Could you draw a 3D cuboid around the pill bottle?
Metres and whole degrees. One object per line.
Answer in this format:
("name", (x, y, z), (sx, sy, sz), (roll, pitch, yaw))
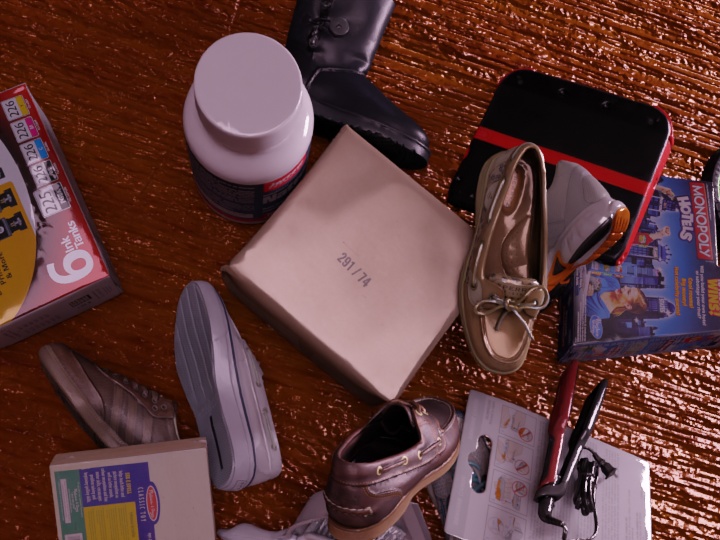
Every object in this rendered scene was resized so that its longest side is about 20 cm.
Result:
("pill bottle", (-0.103, -0.127, 0.724), (0.117, 0.200, 0.122), (2, 78, -7))

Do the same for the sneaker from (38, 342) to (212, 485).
("sneaker", (-0.213, 0.136, 0.729), (0.075, 0.070, 0.201), (-40, 92, -27))

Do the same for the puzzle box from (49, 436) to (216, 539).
("puzzle box", (-0.189, 0.250, 0.682), (0.130, 0.025, 0.205), (-4, 101, -8))

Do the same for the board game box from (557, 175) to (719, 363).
("board game box", (0.311, 0.005, 0.814), (0.195, 0.062, 0.204), (8, 67, 2))

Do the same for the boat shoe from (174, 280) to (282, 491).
("boat shoe", (-0.125, 0.107, 0.745), (0.066, 0.073, 0.204), (7, 60, -44))

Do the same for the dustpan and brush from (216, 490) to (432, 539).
("dustpan and brush", (-0.038, 0.241, 0.713), (0.196, 0.141, 0.058), (8, 52, 23))

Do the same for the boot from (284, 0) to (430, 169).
("boot", (0.005, -0.217, 0.822), (0.197, 0.076, 0.171), (22, 79, 4))

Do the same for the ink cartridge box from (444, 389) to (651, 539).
("ink cartridge box", (0.174, 0.219, 0.733), (0.196, 0.048, 0.162), (22, 45, -1))

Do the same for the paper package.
("paper package", (0.000, 0.000, 0.762), (0.199, 0.104, 0.192), (39, 76, 2))

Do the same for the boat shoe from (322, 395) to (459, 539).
("boat shoe", (0.034, 0.146, 0.660), (0.069, 0.199, 0.072), (4, 107, 25))

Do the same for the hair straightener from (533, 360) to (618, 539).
("hair straightener", (0.209, 0.171, 0.724), (0.076, 0.041, 0.201), (28, 39, 2))

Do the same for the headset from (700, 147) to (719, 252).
("headset", (0.445, -0.048, 0.839), (0.121, 0.094, 0.204), (-19, 88, -11))

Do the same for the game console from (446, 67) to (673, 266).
("game console", (0.209, -0.115, 0.822), (0.197, 0.031, 0.180), (22, 79, 22))

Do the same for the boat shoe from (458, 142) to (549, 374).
("boat shoe", (0.130, -0.010, 0.695), (0.072, 0.063, 0.205), (3, 86, -10))

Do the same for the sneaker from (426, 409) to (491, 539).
("sneaker", (0.110, 0.231, 0.735), (0.076, 0.086, 0.205), (-8, 79, -9))

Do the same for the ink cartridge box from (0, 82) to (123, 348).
("ink cartridge box", (-0.345, -0.039, 0.731), (0.173, 0.084, 0.203), (-26, 83, -12))

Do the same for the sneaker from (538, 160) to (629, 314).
("sneaker", (0.167, -0.021, 0.771), (0.075, 0.200, 0.093), (1, 50, -47))
